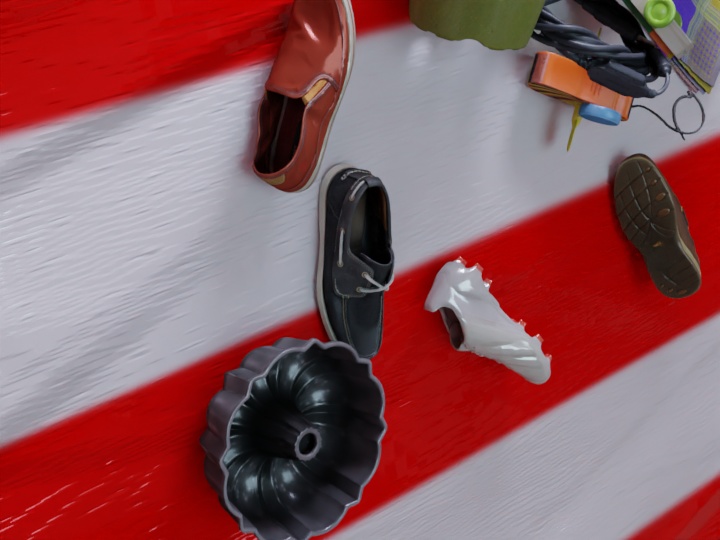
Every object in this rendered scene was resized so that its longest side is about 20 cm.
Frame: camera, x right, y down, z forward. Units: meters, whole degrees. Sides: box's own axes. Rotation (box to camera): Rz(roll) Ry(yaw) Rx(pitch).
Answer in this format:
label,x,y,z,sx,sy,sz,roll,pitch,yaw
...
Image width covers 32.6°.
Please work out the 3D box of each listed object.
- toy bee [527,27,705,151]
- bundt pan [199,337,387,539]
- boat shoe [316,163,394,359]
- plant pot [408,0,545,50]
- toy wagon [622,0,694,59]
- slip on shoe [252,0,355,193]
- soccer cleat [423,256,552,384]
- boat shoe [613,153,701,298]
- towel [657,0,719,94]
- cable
label,x,y,z,sx,sy,sz,roll,pitch,yaw
toy bee,0.266,-0.189,1.385,0.199,0.109,0.132,38,84,-15
bundt pan,-0.071,0.156,1.186,0.200,0.075,0.205,-13,110,-37
boat shoe,0.000,0.000,1.215,0.071,0.067,0.203,-17,114,-38
plant pot,0.122,-0.319,1.174,0.198,0.199,0.193,-7,119,-39
toy wagon,0.292,-0.317,1.342,0.039,0.201,0.155,-40,173,17
slip on shoe,-0.054,-0.170,1.114,0.061,0.073,0.203,-2,109,-59
soccer cleat,0.139,0.070,1.357,0.078,0.069,0.200,-50,121,-12
boat shoe,0.366,-0.061,1.523,0.202,0.071,0.068,60,30,-25
towel,0.407,-0.325,1.508,0.199,0.023,0.145,36,78,-41
cable,0.238,-0.265,1.297,0.197,0.165,0.051,19,134,-21
